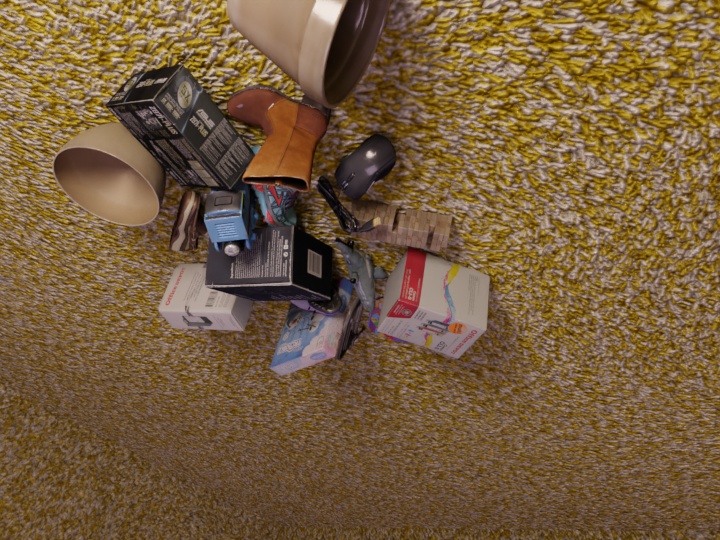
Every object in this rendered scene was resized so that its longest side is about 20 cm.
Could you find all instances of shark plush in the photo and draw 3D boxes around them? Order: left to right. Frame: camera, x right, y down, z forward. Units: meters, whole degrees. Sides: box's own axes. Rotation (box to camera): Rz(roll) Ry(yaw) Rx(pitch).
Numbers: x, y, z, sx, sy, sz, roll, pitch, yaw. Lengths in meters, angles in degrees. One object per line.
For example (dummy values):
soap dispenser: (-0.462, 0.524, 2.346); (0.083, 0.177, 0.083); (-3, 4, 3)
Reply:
shark plush: (0.000, 0.000, 1.301); (0.090, 0.084, 0.201); (3, 142, 15)

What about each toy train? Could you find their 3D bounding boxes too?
toy train: (-0.240, -0.123, 1.126); (0.086, 0.201, 0.115); (-4, 139, -1)

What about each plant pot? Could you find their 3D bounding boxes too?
plant pot: (-0.454, -0.202, 1.141); (0.199, 0.135, 0.201); (9, 144, 6)
plant pot: (-0.075, -0.347, 0.808); (0.173, 0.200, 0.200); (27, 145, 10)

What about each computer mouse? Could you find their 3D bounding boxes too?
computer mouse: (0.001, -0.144, 1.090); (0.200, 0.046, 0.141); (-31, 93, 42)

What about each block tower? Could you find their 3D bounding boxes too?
block tower: (0.076, -0.088, 1.185); (0.199, 0.058, 0.054); (11, 143, 5)

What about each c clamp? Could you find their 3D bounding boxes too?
c clamp: (-0.017, 0.125, 1.439); (0.027, 0.171, 0.201); (24, 133, 12)

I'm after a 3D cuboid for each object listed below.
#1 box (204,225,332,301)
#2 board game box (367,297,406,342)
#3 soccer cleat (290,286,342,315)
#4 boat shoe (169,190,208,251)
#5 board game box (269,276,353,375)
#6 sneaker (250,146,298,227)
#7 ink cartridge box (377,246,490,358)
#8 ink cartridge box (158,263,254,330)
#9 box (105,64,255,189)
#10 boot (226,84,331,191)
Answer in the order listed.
box: (-0.185, -0.008, 1.259); (0.195, 0.125, 0.200); (-4, 168, 20)
board game box: (0.096, 0.140, 1.489); (0.157, 0.039, 0.201); (12, 143, 3)
soccer cleat: (-0.108, 0.066, 1.379); (0.199, 0.068, 0.073); (23, 141, 42)
boat shoe: (-0.362, -0.105, 1.303); (0.074, 0.075, 0.202); (12, 152, -21)
board game box: (-0.115, 0.132, 1.414); (0.043, 0.200, 0.199); (37, 137, -28)
sneaker: (-0.151, -0.150, 1.159); (0.095, 0.080, 0.200); (-2, 141, 16)
ink cartridge box: (0.159, 0.072, 1.293); (0.199, 0.145, 0.146); (19, 143, -8)
ink cartridge box: (-0.362, 0.061, 1.448); (0.199, 0.147, 0.084); (0, 143, 18)
box: (-0.310, -0.243, 1.041); (0.163, 0.086, 0.200); (10, 149, 42)
boot: (-0.153, -0.208, 0.979); (0.187, 0.201, 0.069); (13, 144, 1)
